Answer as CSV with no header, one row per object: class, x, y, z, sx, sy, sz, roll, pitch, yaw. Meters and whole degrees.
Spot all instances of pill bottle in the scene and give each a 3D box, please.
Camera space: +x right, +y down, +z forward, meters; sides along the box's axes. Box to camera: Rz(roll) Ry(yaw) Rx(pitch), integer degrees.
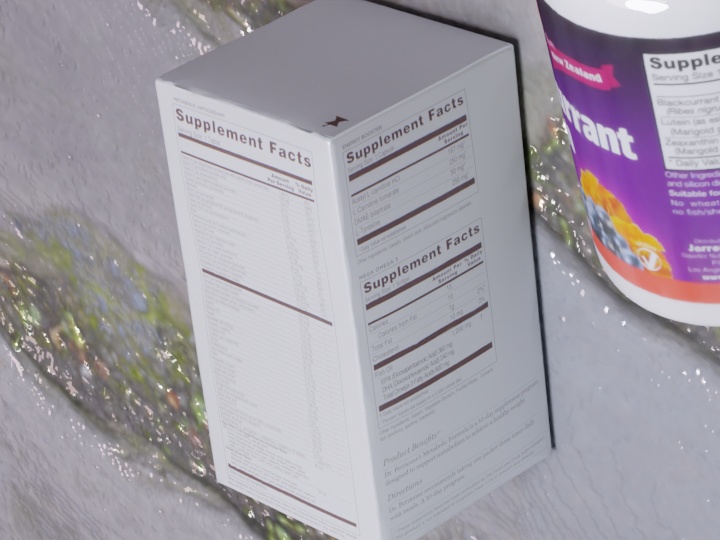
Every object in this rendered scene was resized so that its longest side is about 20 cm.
pill bottle,0.119,-0.088,1.019,0.111,0.111,0.200,25,144,39

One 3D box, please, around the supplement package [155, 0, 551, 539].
supplement package,0.000,0.000,1.257,0.114,0.109,0.200,22,129,41
